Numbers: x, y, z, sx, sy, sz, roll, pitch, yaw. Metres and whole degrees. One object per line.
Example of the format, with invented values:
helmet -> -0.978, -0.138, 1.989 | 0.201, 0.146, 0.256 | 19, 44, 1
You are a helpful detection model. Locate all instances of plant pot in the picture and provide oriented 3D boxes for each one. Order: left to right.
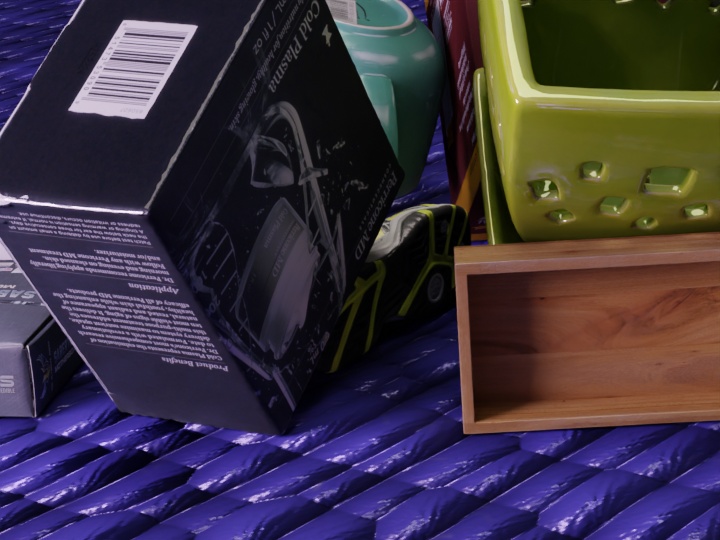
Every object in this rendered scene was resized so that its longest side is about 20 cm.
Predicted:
plant pot -> 0.161, -0.098, 1.130 | 0.198, 0.182, 0.200 | 1, 48, -5

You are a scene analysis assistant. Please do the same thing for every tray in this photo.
tray -> 0.153, 0.032, 1.082 | 0.199, 0.099, 0.037 | -3, 19, 2

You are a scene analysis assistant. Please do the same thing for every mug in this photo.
mug -> -0.006, -0.125, 1.364 | 0.185, 0.115, 0.152 | 31, 31, 32

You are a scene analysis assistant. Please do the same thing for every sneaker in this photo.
sneaker -> 0.000, 0.000, 1.254 | 0.076, 0.076, 0.200 | 11, 23, 35

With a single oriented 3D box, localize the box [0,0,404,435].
box -> -0.088, -0.049, 1.111 | 0.124, 0.197, 0.200 | 8, 55, 27

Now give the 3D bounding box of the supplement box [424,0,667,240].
supplement box -> 0.127, -0.146, 1.357 | 0.132, 0.201, 0.197 | -6, -15, -5

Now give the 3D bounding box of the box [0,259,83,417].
box -> -0.271, 0.039, 1.234 | 0.199, 0.051, 0.158 | 0, 20, 11

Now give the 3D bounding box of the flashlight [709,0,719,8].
flashlight -> 0.294, -0.130, 1.261 | 0.200, 0.068, 0.068 | 28, 1, -13

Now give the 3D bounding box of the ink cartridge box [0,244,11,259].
ink cartridge box -> -0.167, -0.044, 1.408 | 0.199, 0.084, 0.145 | 6, 22, 28
